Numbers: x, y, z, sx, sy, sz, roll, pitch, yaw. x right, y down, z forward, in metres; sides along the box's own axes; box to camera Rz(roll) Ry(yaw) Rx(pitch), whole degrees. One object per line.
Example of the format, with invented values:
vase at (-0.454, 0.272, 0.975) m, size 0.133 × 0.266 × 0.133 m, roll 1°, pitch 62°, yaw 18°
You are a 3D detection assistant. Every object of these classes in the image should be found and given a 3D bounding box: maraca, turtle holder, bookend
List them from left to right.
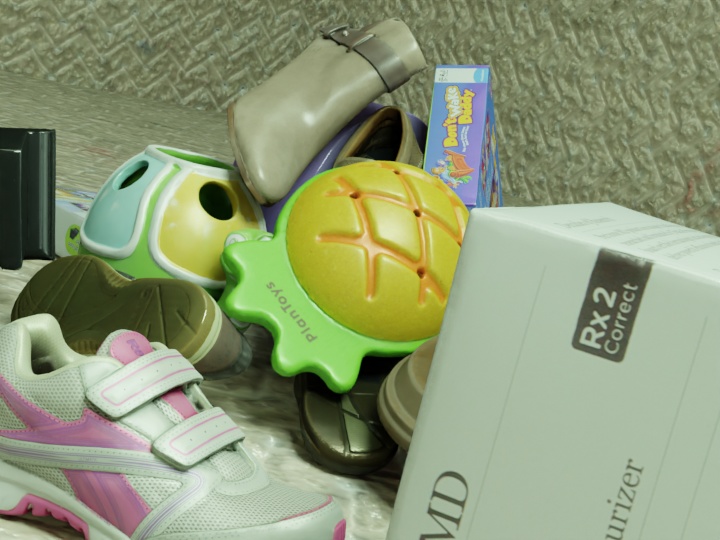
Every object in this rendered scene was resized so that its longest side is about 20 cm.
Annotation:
bookend at (-0.286, -0.031, 0.797) m, size 0.199 × 0.092 × 0.199 m, roll 0°, pitch 13°, yaw -12°
turtle holder at (-0.133, -0.016, 0.961) m, size 0.140 × 0.132 × 0.186 m, roll 14°, pitch 9°, yaw -10°
maraca at (0.000, 0.000, 0.840) m, size 0.137 × 0.107 × 0.200 m, roll 47°, pitch 47°, yaw 12°

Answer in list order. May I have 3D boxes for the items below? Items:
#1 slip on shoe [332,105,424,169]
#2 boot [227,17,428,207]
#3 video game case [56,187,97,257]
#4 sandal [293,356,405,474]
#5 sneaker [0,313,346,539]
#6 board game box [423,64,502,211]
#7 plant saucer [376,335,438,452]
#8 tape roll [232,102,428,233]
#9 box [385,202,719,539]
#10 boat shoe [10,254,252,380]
slip on shoe at (-0.003, -0.054, 0.973) m, size 0.076 × 0.061 × 0.200 m, roll 14°, pitch 37°, yaw 21°
boot at (-0.020, -0.130, 0.989) m, size 0.146 × 0.070 × 0.200 m, roll -25°, pitch 30°, yaw 9°
video game case at (-0.190, -0.026, 1.212) m, size 0.200 × 0.046 × 0.181 m, roll 7°, pitch 13°, yaw -43°
sandal at (-0.004, 0.082, 0.853) m, size 0.081 × 0.055 × 0.200 m, roll 8°, pitch 24°, yaw -4°
sneaker at (-0.097, 0.076, 0.588) m, size 0.199 × 0.089 × 0.081 m, roll 17°, pitch 9°, yaw 12°
board game box at (0.088, -0.057, 1.115) m, size 0.045 × 0.135 × 0.200 m, roll 2°, pitch -31°, yaw 11°
plant saucer at (0.109, 0.074, 0.755) m, size 0.199 × 0.030 × 0.200 m, roll 5°, pitch 19°, yaw -2°
tape roll at (-0.021, -0.046, 1.117) m, size 0.085 × 0.201 × 0.200 m, roll 21°, pitch 11°, yaw 36°
box at (0.103, 0.085, 0.504) m, size 0.130 × 0.200 × 0.200 m, roll 17°, pitch 10°, yaw 21°
boat shoe at (-0.147, 0.038, 0.839) m, size 0.200 × 0.072 × 0.066 m, roll 6°, pitch -29°, yaw 45°
